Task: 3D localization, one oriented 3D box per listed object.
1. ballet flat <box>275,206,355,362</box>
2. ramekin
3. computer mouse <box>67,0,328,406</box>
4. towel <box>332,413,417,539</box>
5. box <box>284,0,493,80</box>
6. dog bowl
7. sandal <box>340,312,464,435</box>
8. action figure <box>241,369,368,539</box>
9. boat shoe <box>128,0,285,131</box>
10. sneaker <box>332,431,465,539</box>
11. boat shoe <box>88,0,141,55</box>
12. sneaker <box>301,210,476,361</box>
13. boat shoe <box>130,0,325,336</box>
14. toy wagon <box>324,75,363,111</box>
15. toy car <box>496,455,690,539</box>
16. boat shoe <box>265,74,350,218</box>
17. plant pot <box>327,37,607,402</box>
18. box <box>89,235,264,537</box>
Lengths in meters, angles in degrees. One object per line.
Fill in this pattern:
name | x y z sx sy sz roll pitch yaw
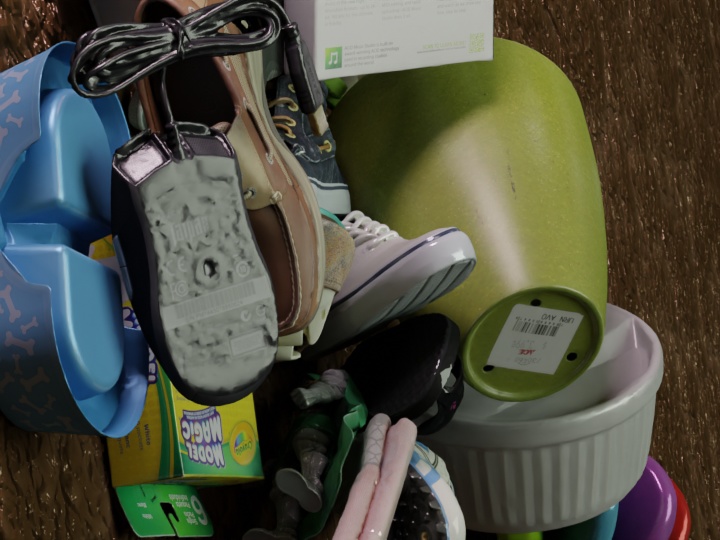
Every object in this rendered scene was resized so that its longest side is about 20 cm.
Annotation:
ballet flat | -0.040 0.015 1.607 0.200 0.068 0.068 103 -9 -77
ramekin | 0.105 0.098 1.889 0.202 0.201 0.095 -62 149 -62
computer mouse | -0.072 -0.041 1.427 0.140 0.046 0.201 -24 103 -32
towel | -0.018 0.204 1.570 0.191 0.032 0.201 -68 174 -60
box | 0.018 -0.220 1.693 0.144 0.036 0.201 -9 106 -38
dog bowl | -0.153 -0.012 1.397 0.111 0.049 0.201 31 50 -66
sandal | 0.031 0.068 1.713 0.075 0.048 0.200 -58 -169 -9
action figure | -0.031 0.105 1.639 0.118 0.055 0.200 -60 -175 18
boat shoe | -0.083 -0.135 1.651 0.202 0.064 0.075 -74 164 -55
sneaker | 0.033 0.137 1.701 0.200 0.072 0.072 -153 -114 -73
boat shoe | -0.144 -0.202 1.515 0.069 0.071 0.201 -28 117 -43
sneaker | 0.000 0.000 1.695 0.073 0.200 0.071 -21 85 -32
boat shoe | -0.078 -0.058 1.485 0.072 0.076 0.201 -13 82 -67
toy wagon | 0.017 -0.181 1.830 0.155 0.040 0.200 -53 171 -3
toy car | 0.165 0.185 2.070 0.200 0.149 0.176 41 43 -62
boat shoe | -0.058 -0.073 1.690 0.200 0.071 0.091 -1 80 -78
plant pot | 0.081 -0.016 1.785 0.200 0.187 0.187 -110 175 -50
box | -0.102 0.044 1.523 0.117 0.048 0.201 12 71 -70
